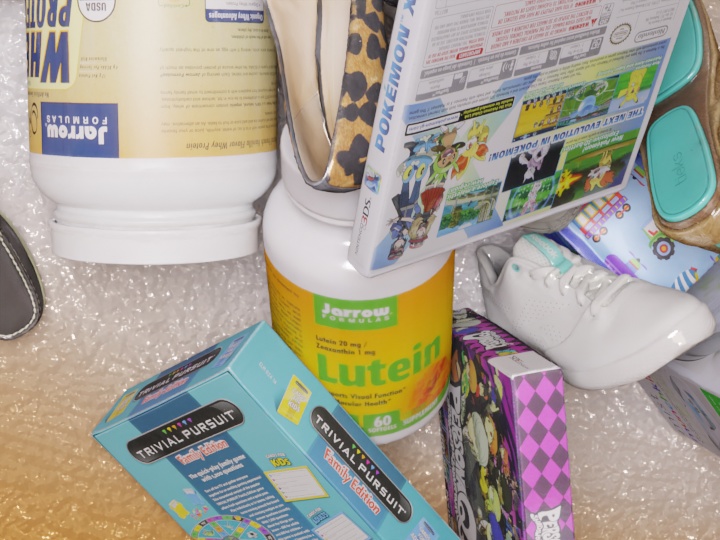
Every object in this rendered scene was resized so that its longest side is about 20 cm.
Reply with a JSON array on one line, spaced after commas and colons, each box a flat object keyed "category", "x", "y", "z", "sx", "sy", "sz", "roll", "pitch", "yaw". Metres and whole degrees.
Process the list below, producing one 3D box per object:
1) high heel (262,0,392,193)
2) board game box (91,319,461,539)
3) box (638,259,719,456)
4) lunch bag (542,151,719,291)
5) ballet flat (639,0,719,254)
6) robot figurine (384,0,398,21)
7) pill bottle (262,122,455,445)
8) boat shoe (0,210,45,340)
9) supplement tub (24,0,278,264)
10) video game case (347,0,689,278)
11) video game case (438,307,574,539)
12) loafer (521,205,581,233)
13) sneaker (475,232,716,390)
[{"category": "high heel", "x": -0.036, "y": -0.140, "z": 0.663, "sx": 0.200, "sy": 0.071, "sz": 0.143, "roll": 51, "pitch": 41, "yaw": -20}, {"category": "board game box", "x": -0.049, "y": 0.137, "z": 0.825, "sx": 0.200, "sy": 0.151, "sz": 0.047, "roll": 50, "pitch": 45, "yaw": -14}, {"category": "box", "x": 0.291, "y": 0.032, "z": 0.864, "sx": 0.200, "sy": 0.176, "sz": 0.097, "roll": -40, "pitch": 105, "yaw": -4}, {"category": "lunch bag", "x": 0.165, "y": -0.089, "z": 0.876, "sx": 0.151, "sy": 0.094, "sz": 0.200, "roll": -44, "pitch": 92, "yaw": -1}, {"category": "ballet flat", "x": 0.198, "y": -0.088, "z": 0.794, "sx": 0.068, "sy": 0.201, "sz": 0.072, "roll": -31, "pitch": 132, "yaw": 30}, {"category": "robot figurine", "x": 0.038, "y": -0.219, "z": 0.792, "sx": 0.125, "sy": 0.150, "sz": 0.200, "roll": -44, "pitch": 102, "yaw": 5}, {"category": "pill bottle", "x": 0.000, "y": 0.000, "z": 0.784, "sx": 0.110, "sy": 0.111, "sz": 0.201, "roll": -12, "pitch": 135, "yaw": -10}, {"category": "boat shoe", "x": -0.254, "y": -0.031, "z": 0.778, "sx": 0.072, "sy": 0.066, "sz": 0.201, "roll": -33, "pitch": 116, "yaw": -4}, {"category": "supplement tub", "x": -0.119, "y": -0.110, "z": 0.769, "sx": 0.143, "sy": 0.144, "sz": 0.201, "roll": -2, "pitch": 99, "yaw": -12}, {"category": "video game case", "x": 0.089, "y": -0.098, "z": 0.678, "sx": 0.199, "sy": 0.022, "sz": 0.183, "roll": -19, "pitch": 136, "yaw": -36}, {"category": "video game case", "x": 0.088, "y": 0.138, "z": 0.835, "sx": 0.036, "sy": 0.181, "sz": 0.201, "roll": -8, "pitch": 101, "yaw": -11}, {"category": "loafer", "x": 0.043, "y": -0.080, "z": 0.818, "sx": 0.199, "sy": 0.070, "sz": 0.070, "roll": 22, "pitch": 96, "yaw": 13}, {"category": "sneaker", "x": 0.128, "y": 0.016, "z": 0.815, "sx": 0.075, "sy": 0.200, "sz": 0.089, "roll": -31, "pitch": 104, "yaw": -24}]
